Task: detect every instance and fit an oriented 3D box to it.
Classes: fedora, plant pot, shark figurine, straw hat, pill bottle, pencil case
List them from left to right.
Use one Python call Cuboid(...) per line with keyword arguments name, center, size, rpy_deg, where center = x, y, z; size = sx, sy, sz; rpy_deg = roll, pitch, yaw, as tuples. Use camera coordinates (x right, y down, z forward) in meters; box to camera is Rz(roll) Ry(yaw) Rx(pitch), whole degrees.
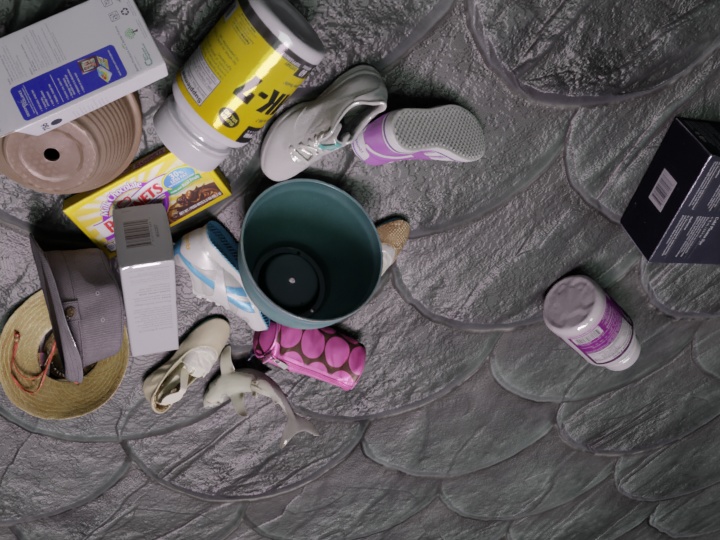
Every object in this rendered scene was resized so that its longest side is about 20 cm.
Cuboid(name="plant pot", center=(-0.354, -0.160, 0.865), size=(0.197, 0.093, 0.203), rpy_deg=(-8, 131, -9))
Cuboid(name="straw hat", center=(-0.417, 0.117, 1.091), size=(0.198, 0.205, 0.085), rpy_deg=(-20, 173, 3))
Cuboid(name="fedora", center=(-0.367, 0.041, 0.987), size=(0.089, 0.204, 0.176), rpy_deg=(-14, 172, -26))
Cuboid(name="pill bottle", center=(-0.144, -0.217, 0.861), size=(0.113, 0.115, 0.200), rpy_deg=(31, 117, -36))
Cuboid(name="shark figurine", center=(-0.160, 0.195, 1.235), size=(0.089, 0.211, 0.131), rpy_deg=(-11, 113, -60))
Cuboid(name="plant pot", center=(-0.083, -0.004, 1.035), size=(0.196, 0.204, 0.134), rpy_deg=(5, 156, -21))
Cuboid(name="pencil case", center=(-0.079, 0.133, 1.207), size=(0.198, 0.095, 0.091), rpy_deg=(23, 122, -33))
Cuboid(name="pill bottle", center=(0.413, 0.099, 1.312), size=(0.112, 0.113, 0.199), rpy_deg=(-39, 130, 19))

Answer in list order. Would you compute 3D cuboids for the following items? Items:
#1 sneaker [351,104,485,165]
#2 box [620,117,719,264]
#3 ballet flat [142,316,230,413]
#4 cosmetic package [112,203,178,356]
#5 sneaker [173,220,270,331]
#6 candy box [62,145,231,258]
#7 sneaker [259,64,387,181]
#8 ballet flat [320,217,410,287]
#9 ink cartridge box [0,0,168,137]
Cuboid(name="sneaker", center=(0.074, -0.177, 1.006), size=(0.198, 0.074, 0.113), rpy_deg=(0, 173, -41))
Cuboid(name="box", center=(0.541, -0.117, 1.162), size=(0.178, 0.105, 0.202), rpy_deg=(3, 130, -17))
Cuboid(name="ballet flat", center=(-0.274, 0.158, 1.190), size=(0.069, 0.070, 0.200), rpy_deg=(31, 116, -36))
Cuboid(name="cosmetic package", center=(-0.288, 0.017, 1.013), size=(0.073, 0.103, 0.202), rpy_deg=(-8, 144, -16))
Cuboid(name="sneaker", center=(-0.196, 0.017, 1.089), size=(0.080, 0.077, 0.201), rpy_deg=(-22, 127, 14))
Cuboid(name="candy box", center=(-0.280, -0.096, 0.988), size=(0.197, 0.027, 0.103), rpy_deg=(-27, 132, 7))
Cuboid(name="sneaker", center=(-0.049, -0.173, 0.946), size=(0.199, 0.089, 0.075), rpy_deg=(-38, 132, 18))
Cuboid(name="ballet flat", center=(0.000, 0.000, 1.131), size=(0.199, 0.066, 0.070), rpy_deg=(-37, 131, 17))
Cuboid(name="ink cartridge box", center=(-0.315, -0.215, 0.792), size=(0.197, 0.101, 0.039), rpy_deg=(-27, 177, -13))
